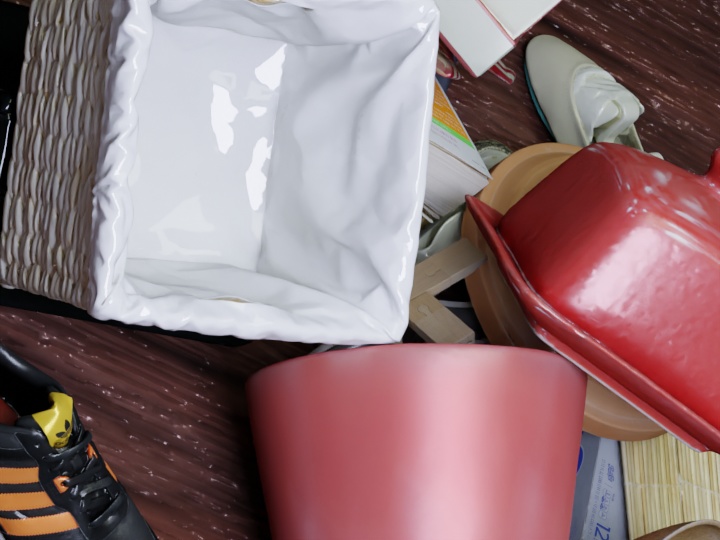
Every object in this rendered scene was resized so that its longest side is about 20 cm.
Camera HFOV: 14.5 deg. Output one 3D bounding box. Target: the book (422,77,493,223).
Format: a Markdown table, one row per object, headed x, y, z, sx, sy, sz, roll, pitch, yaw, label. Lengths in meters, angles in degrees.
| x | y | z | sx | sy | sz | roll | pitch | yaw | label |
| --- | --- | --- | --- | --- | --- | --- | --- | --- | --- |
| -0.004 | -0.140 | 1.759 | 0.134 | 0.048 | 0.200 | 35 | 25 | -49 | book |

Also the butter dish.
| x | y | z | sx | sy | sz | roll | pitch | yaw | label |
| --- | --- | --- | --- | --- | --- | --- | --- | --- | --- |
| 0.180 | -0.006 | 1.641 | 0.199 | 0.148 | 0.200 | 35 | 11 | -17 | butter dish |

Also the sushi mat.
| x | y | z | sx | sy | sz | roll | pitch | yaw | label |
| --- | --- | --- | --- | --- | --- | --- | --- | --- | --- |
| 0.201 | 0.177 | 1.760 | 0.095 | 0.012 | 0.201 | 13 | 62 | -33 | sushi mat |

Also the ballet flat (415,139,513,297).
| x | y | z | sx | sy | sz | roll | pitch | yaw | label |
| --- | --- | --- | --- | --- | --- | --- | --- | --- | --- |
| 0.067 | -0.031 | 1.808 | 0.068 | 0.075 | 0.200 | 52 | 48 | -5 | ballet flat |

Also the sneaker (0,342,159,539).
| x | y | z | sx | sy | sz | roll | pitch | yaw | label |
| --- | --- | --- | --- | --- | --- | --- | --- | --- | --- |
| -0.172 | 0.107 | 1.548 | 0.200 | 0.090 | 0.070 | 45 | 49 | -9 | sneaker |

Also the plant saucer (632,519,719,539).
| x | y | z | sx | sy | sz | roll | pitch | yaw | label |
| --- | --- | --- | --- | --- | --- | --- | --- | --- | --- |
| 0.146 | 0.225 | 1.618 | 0.035 | 0.201 | 0.200 | 27 | 39 | 31 | plant saucer |

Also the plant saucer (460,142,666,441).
| x | y | z | sx | sy | sz | roll | pitch | yaw | label |
| --- | --- | --- | --- | --- | --- | --- | --- | --- | --- |
| 0.150 | 0.009 | 1.777 | 0.200 | 0.032 | 0.201 | 20 | 53 | -29 | plant saucer |

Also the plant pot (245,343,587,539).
| x | y | z | sx | sy | sz | roll | pitch | yaw | label |
| --- | --- | --- | --- | --- | --- | --- | --- | --- | --- |
| 0.035 | 0.146 | 1.628 | 0.200 | 0.200 | 0.178 | 8 | 74 | -34 | plant pot |

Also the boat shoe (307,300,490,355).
| x | y | z | sx | sy | sz | roll | pitch | yaw | label |
| --- | --- | --- | --- | --- | --- | --- | --- | --- | --- |
| 0.053 | 0.054 | 1.760 | 0.200 | 0.067 | 0.057 | -10 | 69 | -43 | boat shoe |

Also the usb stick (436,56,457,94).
| x | y | z | sx | sy | sz | roll | pitch | yaw | label |
| --- | --- | --- | --- | --- | --- | --- | --- | --- | --- |
| 0.040 | -0.146 | 1.876 | 0.055 | 0.033 | 0.200 | 33 | 51 | -18 | usb stick |

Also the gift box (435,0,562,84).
| x | y | z | sx | sy | sz | roll | pitch | yaw | label |
| --- | --- | --- | --- | --- | --- | --- | --- | --- | --- |
| 0.084 | -0.230 | 1.795 | 0.185 | 0.187 | 0.200 | 51 | 11 | 1 | gift box |

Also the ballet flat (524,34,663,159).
| x | y | z | sx | sy | sz | roll | pitch | yaw | label |
| --- | --- | --- | --- | --- | --- | --- | --- | --- | --- |
| 0.174 | -0.080 | 1.920 | 0.069 | 0.069 | 0.201 | -12 | 75 | -40 | ballet flat |

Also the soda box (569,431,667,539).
| x | y | z | sx | sy | sz | roll | pitch | yaw | label |
| --- | --- | --- | --- | --- | --- | --- | --- | --- | --- |
| 0.162 | 0.112 | 1.813 | 0.068 | 0.063 | 0.201 | 30 | 52 | -23 | soda box |

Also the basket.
| x | y | z | sx | sy | sz | roll | pitch | yaw | label |
| --- | --- | --- | --- | --- | --- | --- | --- | --- | --- |
| -0.082 | -0.070 | 1.577 | 0.198 | 0.161 | 0.201 | 5 | 93 | -32 | basket |

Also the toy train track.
| x | y | z | sx | sy | sz | roll | pitch | yaw | label |
| --- | --- | --- | --- | --- | --- | --- | --- | --- | --- |
| 0.000 | 0.000 | 1.714 | 0.114 | 0.033 | 0.200 | -28 | 48 | -23 | toy train track |

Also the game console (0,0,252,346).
| x | y | z | sx | sy | sz | roll | pitch | yaw | label |
| --- | --- | --- | --- | --- | --- | --- | --- | --- | --- |
| -0.153 | -0.059 | 1.698 | 0.199 | 0.116 | 0.177 | 11 | 91 | -32 | game console |
